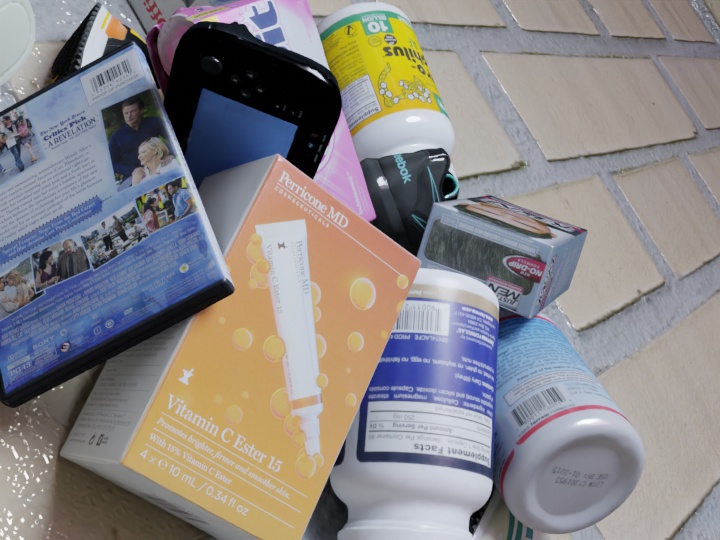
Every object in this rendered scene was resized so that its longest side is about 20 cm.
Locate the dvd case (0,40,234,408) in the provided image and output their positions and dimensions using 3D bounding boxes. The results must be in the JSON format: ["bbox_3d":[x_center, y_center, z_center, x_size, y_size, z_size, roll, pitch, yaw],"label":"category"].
[{"bbox_3d":[-0.167,-0.034,0.650,0.201,0.142,0.018,64,4,32],"label":"dvd case"}]

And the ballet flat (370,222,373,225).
[{"bbox_3d":[0.000,0.000,0.929,0.071,0.069,0.201,30,34,-41],"label":"ballet flat"}]

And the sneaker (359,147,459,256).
[{"bbox_3d":[0.058,-0.039,0.967,0.200,0.079,0.076,61,6,-61],"label":"sneaker"}]

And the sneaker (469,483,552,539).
[{"bbox_3d":[0.113,0.212,0.864,0.093,0.070,0.200,46,29,-2],"label":"sneaker"}]

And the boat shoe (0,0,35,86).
[{"bbox_3d":[-0.281,-0.116,0.669,0.060,0.072,0.202,17,42,18],"label":"boat shoe"}]

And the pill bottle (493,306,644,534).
[{"bbox_3d":[0.127,0.098,0.860,0.109,0.109,0.200,31,18,-32],"label":"pill bottle"}]

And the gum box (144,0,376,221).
[{"bbox_3d":[-0.074,-0.110,0.841,0.113,0.066,0.201,-31,108,-43],"label":"gum box"}]

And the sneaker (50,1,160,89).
[{"bbox_3d":[-0.178,-0.110,0.789,0.090,0.070,0.201,32,36,-26],"label":"sneaker"}]

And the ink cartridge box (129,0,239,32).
[{"bbox_3d":[-0.116,-0.293,0.926,0.087,0.200,0.146,-17,74,-53],"label":"ink cartridge box"}]

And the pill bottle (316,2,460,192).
[{"bbox_3d":[0.024,-0.146,1.052,0.112,0.113,0.201,14,49,-46],"label":"pill bottle"}]

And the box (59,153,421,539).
[{"bbox_3d":[-0.069,0.051,0.671,0.124,0.097,0.201,35,67,-27],"label":"box"}]

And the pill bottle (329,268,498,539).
[{"bbox_3d":[0.037,0.109,0.780,0.115,0.115,0.201,22,65,-41],"label":"pill bottle"}]

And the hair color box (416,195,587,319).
[{"bbox_3d":[0.121,-0.017,0.916,0.099,0.061,0.200,21,12,16],"label":"hair color box"}]

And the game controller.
[{"bbox_3d":[-0.079,-0.077,0.711,0.104,0.200,0.042,28,56,-1],"label":"game controller"}]
